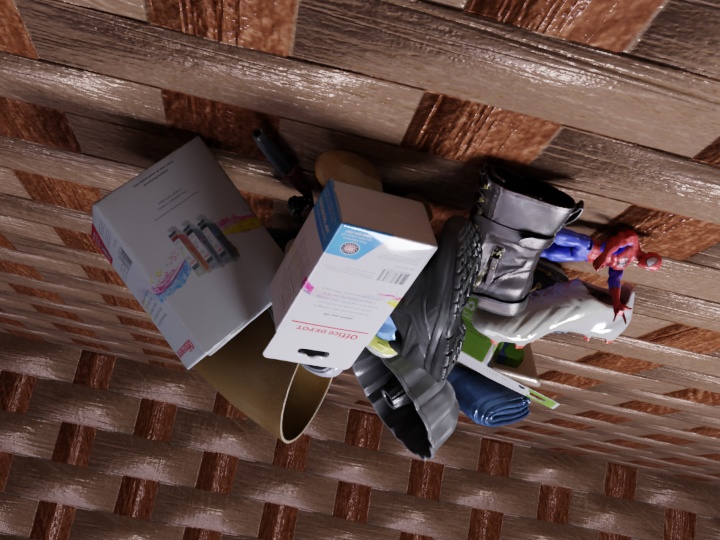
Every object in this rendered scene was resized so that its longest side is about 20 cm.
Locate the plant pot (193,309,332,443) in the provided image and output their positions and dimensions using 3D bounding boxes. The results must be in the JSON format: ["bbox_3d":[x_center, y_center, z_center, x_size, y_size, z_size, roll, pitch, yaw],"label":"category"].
[{"bbox_3d":[-0.152,0.118,1.191,0.197,0.189,0.187,21,167,15],"label":"plant pot"}]

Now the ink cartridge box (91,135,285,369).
[{"bbox_3d":[-0.191,-0.014,0.956,0.201,0.144,0.145,54,157,-2],"label":"ink cartridge box"}]

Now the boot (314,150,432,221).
[{"bbox_3d":[-0.025,-0.058,0.937,0.143,0.072,0.200,-24,154,32],"label":"boot"}]

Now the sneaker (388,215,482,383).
[{"bbox_3d":[0.072,0.029,0.882,0.089,0.076,0.203,22,126,18],"label":"sneaker"}]

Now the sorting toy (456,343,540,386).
[{"bbox_3d":[0.178,0.095,1.277,0.182,0.037,0.201,15,-156,-6],"label":"sorting toy"}]

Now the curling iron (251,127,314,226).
[{"bbox_3d":[-0.081,-0.104,0.926,0.025,0.051,0.200,-3,158,9],"label":"curling iron"}]

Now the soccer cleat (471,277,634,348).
[{"bbox_3d":[0.225,0.043,0.975,0.196,0.070,0.079,0,126,-13],"label":"soccer cleat"}]

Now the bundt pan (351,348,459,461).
[{"bbox_3d":[0.067,0.161,1.176,0.202,0.075,0.203,50,159,26],"label":"bundt pan"}]

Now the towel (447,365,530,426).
[{"bbox_3d":[0.149,0.157,1.232,0.110,0.049,0.200,-3,-148,-40],"label":"towel"}]

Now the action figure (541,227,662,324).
[{"bbox_3d":[0.239,-0.008,0.929,0.196,0.100,0.066,8,138,2],"label":"action figure"}]

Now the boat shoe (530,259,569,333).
[{"bbox_3d":[0.198,0.019,1.041,0.197,0.072,0.091,13,-152,-28],"label":"boat shoe"}]

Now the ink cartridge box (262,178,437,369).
[{"bbox_3d":[-0.021,0.011,0.872,0.113,0.069,0.201,12,131,-28],"label":"ink cartridge box"}]

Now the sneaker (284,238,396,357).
[{"bbox_3d":[0.000,0.011,1.061,0.200,0.105,0.076,43,-157,-4],"label":"sneaker"}]

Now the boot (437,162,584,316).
[{"bbox_3d":[0.121,-0.044,0.894,0.196,0.070,0.176,13,136,3],"label":"boot"}]

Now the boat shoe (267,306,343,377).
[{"bbox_3d":[-0.087,0.055,1.068,0.200,0.072,0.071,50,-173,37],"label":"boat shoe"}]

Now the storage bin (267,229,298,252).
[{"bbox_3d":[-0.118,0.016,1.272,0.133,0.096,0.200,5,164,22],"label":"storage bin"}]

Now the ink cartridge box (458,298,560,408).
[{"bbox_3d":[0.182,0.101,1.099,0.198,0.077,0.148,27,173,14],"label":"ink cartridge box"}]
